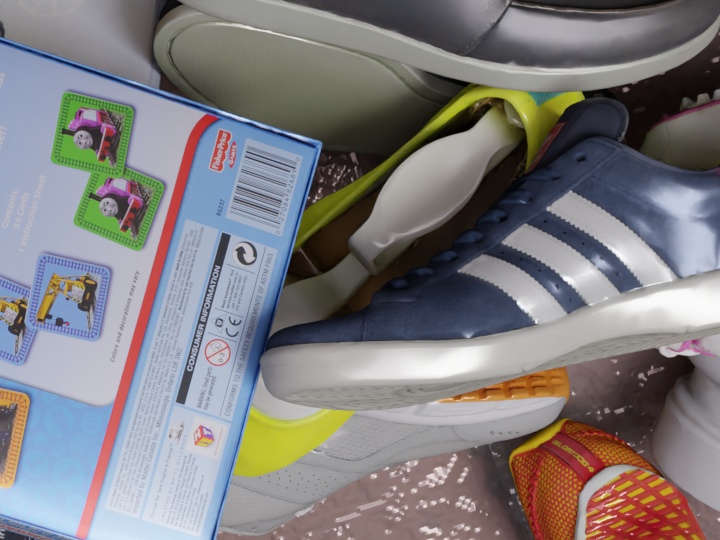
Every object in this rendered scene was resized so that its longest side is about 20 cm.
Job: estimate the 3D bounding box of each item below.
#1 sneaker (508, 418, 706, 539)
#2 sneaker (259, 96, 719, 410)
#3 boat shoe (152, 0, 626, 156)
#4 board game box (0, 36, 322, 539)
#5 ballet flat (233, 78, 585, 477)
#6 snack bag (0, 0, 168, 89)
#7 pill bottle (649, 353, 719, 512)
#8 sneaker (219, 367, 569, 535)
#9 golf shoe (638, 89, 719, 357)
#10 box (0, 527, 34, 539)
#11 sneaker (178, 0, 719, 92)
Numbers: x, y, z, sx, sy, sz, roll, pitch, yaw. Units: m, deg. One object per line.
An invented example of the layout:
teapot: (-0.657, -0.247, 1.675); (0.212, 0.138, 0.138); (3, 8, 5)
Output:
sneaker: (0.118, 0.137, 1.200); (0.073, 0.077, 0.201); (-30, 126, -13)
sneaker: (0.057, -0.009, 0.980); (0.199, 0.075, 0.085); (-12, 85, -17)
boat shoe: (0.012, -0.085, 1.080); (0.198, 0.066, 0.074); (11, 152, -28)
board game box: (-0.127, 0.001, 0.957); (0.199, 0.037, 0.152); (18, 78, -14)
ballet flat: (0.000, 0.000, 1.047); (0.200, 0.067, 0.067); (-44, 82, 17)
snack bag: (-0.160, -0.087, 1.037); (0.199, 0.189, 0.021); (8, 138, -7)
pill bottle: (0.184, -0.003, 1.122); (0.110, 0.111, 0.201); (19, 108, -10)
sneaker: (-0.018, 0.060, 1.164); (0.199, 0.076, 0.092); (-2, 131, -5)
golf shoe: (0.100, -0.002, 1.077); (0.199, 0.075, 0.092); (-23, 77, 41)
box: (-0.211, 0.060, 1.062); (0.195, 0.200, 0.125); (10, 80, -6)
sneaker: (0.034, -0.126, 0.988); (0.199, 0.075, 0.107); (7, 132, -8)
